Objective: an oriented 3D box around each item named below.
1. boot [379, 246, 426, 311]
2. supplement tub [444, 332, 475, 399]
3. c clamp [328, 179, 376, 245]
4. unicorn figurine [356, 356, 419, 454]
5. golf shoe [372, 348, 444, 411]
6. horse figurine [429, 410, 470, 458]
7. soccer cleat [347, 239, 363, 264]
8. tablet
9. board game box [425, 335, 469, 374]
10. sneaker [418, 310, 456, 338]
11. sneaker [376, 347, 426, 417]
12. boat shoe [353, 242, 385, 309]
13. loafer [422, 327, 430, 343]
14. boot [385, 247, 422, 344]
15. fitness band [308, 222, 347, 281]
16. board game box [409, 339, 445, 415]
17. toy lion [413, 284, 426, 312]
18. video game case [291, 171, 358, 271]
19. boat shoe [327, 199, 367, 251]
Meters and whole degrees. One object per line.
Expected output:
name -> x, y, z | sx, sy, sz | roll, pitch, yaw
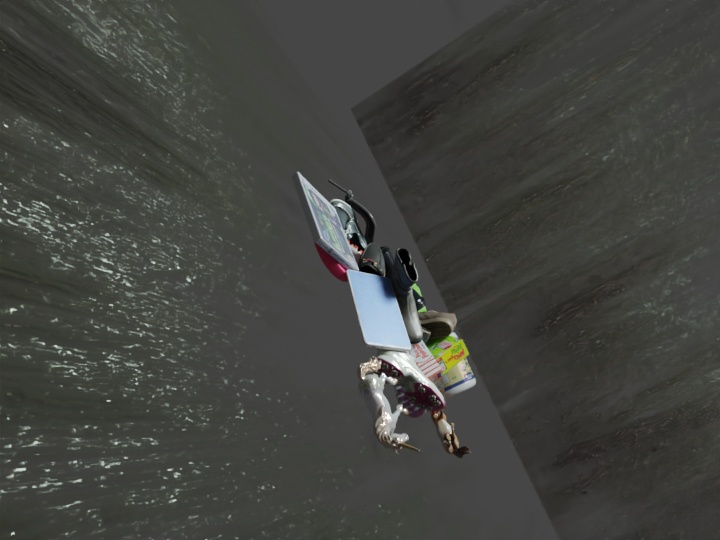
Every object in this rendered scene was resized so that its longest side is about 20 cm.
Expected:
boot -> 0.092, 0.024, 1.588 | 0.171, 0.075, 0.200 | 62, -10, -18
supplement tub -> 0.245, 0.272, 1.714 | 0.204, 0.142, 0.144 | 68, 13, 13
c clamp -> -0.019, -0.152, 1.635 | 0.169, 0.027, 0.202 | 36, -28, 21
unicorn figurine -> 0.046, 0.263, 1.081 | 0.201, 0.074, 0.137 | 51, 17, 19
golf shoe -> 0.114, 0.229, 1.266 | 0.199, 0.075, 0.092 | 40, 39, -16
horse figurine -> 0.224, 0.417, 1.511 | 0.134, 0.049, 0.202 | 75, -9, -46
soccer cleat -> 0.000, 0.000, 1.493 | 0.200, 0.078, 0.069 | 45, 3, 21
tablet -> 0.038, 0.088, 1.286 | 0.127, 0.014, 0.203 | 12, 45, -32
board game box -> 0.195, 0.215, 1.552 | 0.048, 0.100, 0.199 | 60, -16, -16
sneaker -> 0.168, 0.147, 1.571 | 0.075, 0.195, 0.072 | -39, 125, -55
sneaker -> 0.099, 0.242, 1.347 | 0.089, 0.079, 0.204 | 93, -26, -79
boat shoe -> 0.024, 0.005, 1.405 | 0.064, 0.072, 0.205 | 99, 3, -49
loafer -> 0.101, 0.122, 1.520 | 0.199, 0.063, 0.072 | 43, 18, 1
boot -> 0.105, 0.058, 1.352 | 0.132, 0.066, 0.204 | 110, -33, -52
fitness band -> -0.069, -0.058, 1.379 | 0.144, 0.037, 0.203 | 50, 16, -47
board game box -> 0.152, 0.246, 1.425 | 0.153, 0.045, 0.202 | 57, -12, 38
toy lion -> 0.149, 0.097, 1.731 | 0.194, 0.067, 0.203 | 92, -20, -55
video game case -> -0.080, -0.108, 1.328 | 0.181, 0.023, 0.203 | 40, 24, -54
boat shoe -> -0.031, -0.109, 1.582 | 0.202, 0.072, 0.062 | 59, 6, -38
